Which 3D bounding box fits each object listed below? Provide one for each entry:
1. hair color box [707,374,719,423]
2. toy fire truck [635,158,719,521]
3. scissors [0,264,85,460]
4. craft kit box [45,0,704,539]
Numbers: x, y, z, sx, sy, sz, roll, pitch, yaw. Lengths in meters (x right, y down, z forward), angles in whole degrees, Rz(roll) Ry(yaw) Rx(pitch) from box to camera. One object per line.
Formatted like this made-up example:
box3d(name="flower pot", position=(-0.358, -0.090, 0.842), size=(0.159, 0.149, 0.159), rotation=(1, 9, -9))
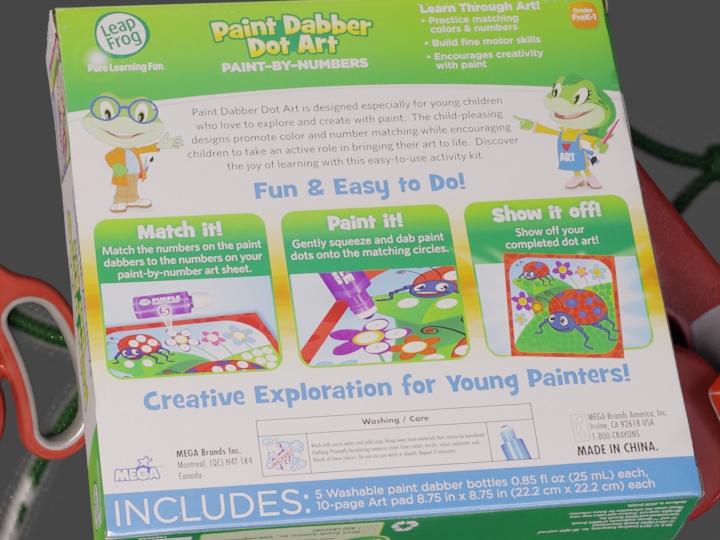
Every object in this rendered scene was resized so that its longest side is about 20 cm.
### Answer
box3d(name="hair color box", position=(0.206, 0.033, 1.061), size=(0.200, 0.061, 0.102), rotation=(-44, 119, -46))
box3d(name="toy fire truck", position=(0.041, 0.020, 1.044), size=(0.199, 0.112, 0.169), rotation=(-13, 89, -16))
box3d(name="scissors", position=(-0.146, -0.020, 1.013), size=(0.073, 0.014, 0.201), rotation=(-18, 108, -11))
box3d(name="craft kit box", position=(0.000, 0.000, 0.975), size=(0.199, 0.049, 0.199), rotation=(-2, 65, -11))
